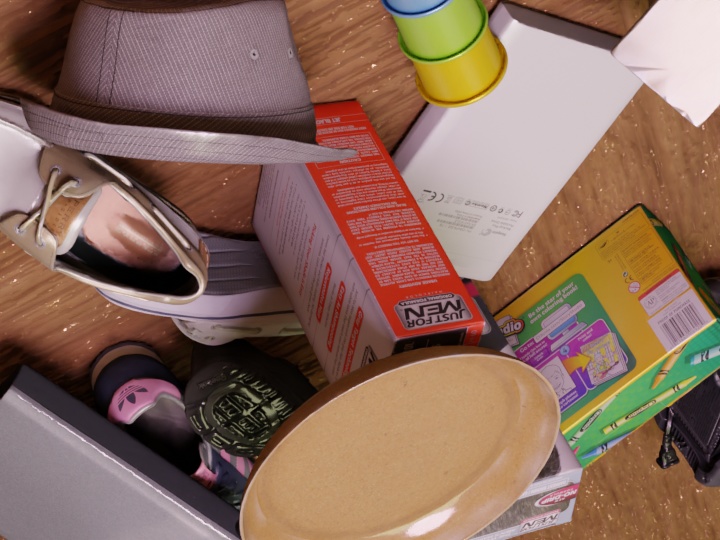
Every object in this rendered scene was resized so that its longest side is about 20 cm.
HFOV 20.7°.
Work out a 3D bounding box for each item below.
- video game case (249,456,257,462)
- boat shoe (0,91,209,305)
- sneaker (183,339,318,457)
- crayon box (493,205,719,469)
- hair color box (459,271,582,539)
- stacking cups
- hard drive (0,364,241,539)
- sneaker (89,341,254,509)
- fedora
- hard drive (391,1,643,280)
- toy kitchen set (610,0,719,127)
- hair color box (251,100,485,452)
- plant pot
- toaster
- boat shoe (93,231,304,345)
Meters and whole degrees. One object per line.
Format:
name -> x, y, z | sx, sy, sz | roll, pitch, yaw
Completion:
video game case -> -0.143, 0.161, 1.376 | 0.199, 0.018, 0.144 | -16, 114, -10
boat shoe -> -0.169, -0.041, 1.116 | 0.200, 0.068, 0.075 | 25, 100, -27
sneaker -> -0.040, 0.107, 1.327 | 0.076, 0.091, 0.200 | -35, 120, 12
crayon box -> 0.162, 0.062, 1.426 | 0.200, 0.119, 0.058 | -38, 141, 13
hair color box -> 0.060, 0.089, 1.327 | 0.099, 0.200, 0.061 | -14, 140, -18
stacking cups -> 0.029, -0.181, 1.135 | 0.060, 0.061, 0.200 | -29, 137, 0
hard drive -> -0.174, 0.154, 1.289 | 0.200, 0.033, 0.140 | 37, 134, -14
sneaker -> -0.109, 0.140, 1.322 | 0.070, 0.082, 0.200 | -40, 117, 1
fedora -> -0.091, -0.112, 1.080 | 0.200, 0.176, 0.091 | -6, 106, -54
hard drive -> 0.089, -0.080, 1.299 | 0.132, 0.027, 0.200 | 10, 128, -38
toy kitchen set -> 0.245, -0.188, 1.238 | 0.200, 0.181, 0.163 | 39, 109, -7
hair color box -> 0.000, 0.000, 1.193 | 0.061, 0.200, 0.102 | -8, 138, -22
plant pot -> 0.020, 0.109, 1.144 | 0.199, 0.028, 0.200 | -16, 141, -14
toaster -> 0.316, 0.085, 1.551 | 0.129, 0.114, 0.200 | -12, 137, -23
boat shoe -> -0.089, 0.019, 1.261 | 0.199, 0.074, 0.067 | 4, 129, -35
